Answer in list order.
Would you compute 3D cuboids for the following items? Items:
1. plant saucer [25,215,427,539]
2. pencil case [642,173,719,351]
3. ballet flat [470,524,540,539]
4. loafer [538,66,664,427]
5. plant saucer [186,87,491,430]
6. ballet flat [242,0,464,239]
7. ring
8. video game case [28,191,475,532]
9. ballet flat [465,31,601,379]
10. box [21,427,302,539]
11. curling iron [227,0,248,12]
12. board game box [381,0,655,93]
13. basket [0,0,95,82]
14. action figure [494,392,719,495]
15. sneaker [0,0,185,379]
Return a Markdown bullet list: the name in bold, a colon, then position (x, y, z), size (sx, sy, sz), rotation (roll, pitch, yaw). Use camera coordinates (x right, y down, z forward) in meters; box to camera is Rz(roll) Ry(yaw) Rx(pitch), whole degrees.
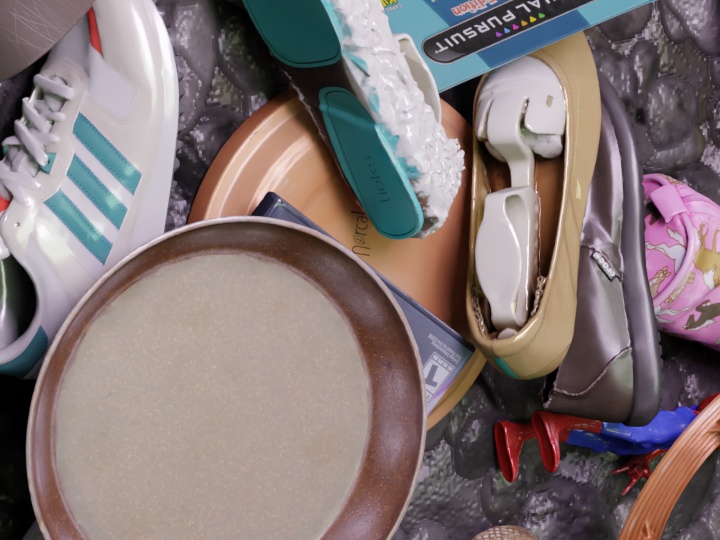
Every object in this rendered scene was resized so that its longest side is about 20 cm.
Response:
- **plant saucer**: position (-0.064, 0.073, 1.027), size (0.198, 0.034, 0.202), rotation (-5, 101, -25)
- **pencil case**: position (0.224, 0.007, 1.263), size (0.199, 0.083, 0.087), rotation (15, 91, -34)
- **ballet flat**: position (0.031, 0.199, 1.175), size (0.199, 0.065, 0.071), rotation (-34, 113, -25)
- **loafer**: position (0.113, -0.015, 1.172), size (0.071, 0.073, 0.202), rotation (-7, 79, -8)
- **plant saucer**: position (0.000, 0.000, 1.142), size (0.199, 0.032, 0.202), rotation (-6, 101, -33)
- **ballet flat**: position (-0.004, -0.107, 1.072), size (0.072, 0.072, 0.201), rotation (-39, 120, -22)
- **ring**: position (0.218, 0.134, 1.268), size (0.200, 0.019, 0.202), rotation (-29, 139, -29)
- **video game case**: position (-0.051, 0.081, 1.099), size (0.143, 0.019, 0.201), rotation (36, 89, -29)
- **ballet flat**: position (0.085, -0.047, 1.126), size (0.063, 0.068, 0.202), rotation (21, 67, -61)
- **box**: position (-0.083, 0.180, 1.083), size (0.199, 0.036, 0.145), rotation (35, 91, -24)
- **curling iron**: position (-0.071, -0.136, 1.075), size (0.199, 0.025, 0.050), rotation (20, 90, -34)
- **board game box**: position (0.031, -0.183, 1.060), size (0.200, 0.150, 0.047), rotation (40, 47, -32)
- **basket**: position (-0.203, -0.179, 0.918), size (0.180, 0.136, 0.200), rotation (-40, 125, 5)
- **action figure**: position (0.172, 0.093, 1.255), size (0.198, 0.065, 0.052), rotation (-7, 76, -32)
- **sneaker**: position (-0.139, -0.042, 1.011), size (0.093, 0.070, 0.202), rotation (-6, 111, -33)
